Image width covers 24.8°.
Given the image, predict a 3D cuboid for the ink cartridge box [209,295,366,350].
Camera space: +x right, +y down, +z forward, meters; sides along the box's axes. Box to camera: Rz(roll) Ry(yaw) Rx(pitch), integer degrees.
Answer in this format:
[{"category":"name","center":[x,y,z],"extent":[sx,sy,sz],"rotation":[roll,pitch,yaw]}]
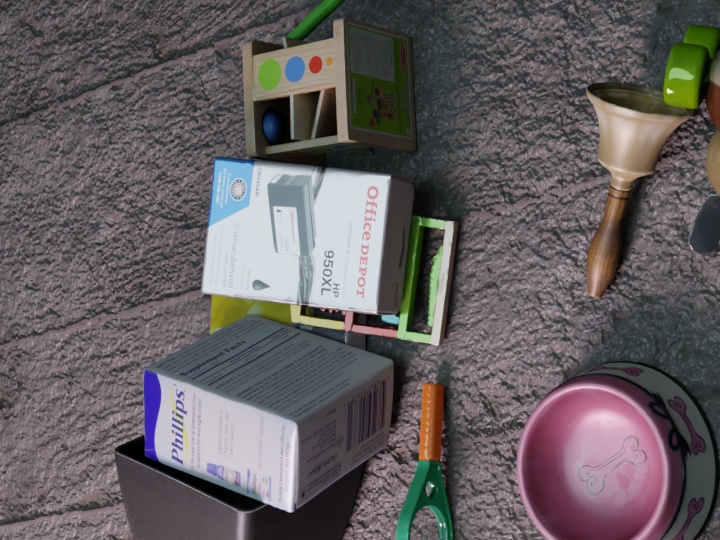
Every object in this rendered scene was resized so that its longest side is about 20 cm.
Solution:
[{"category":"ink cartridge box","center":[-0.080,-0.008,1.823],"extent":[0.196,0.047,0.203],"rotation":[1,91,36]}]

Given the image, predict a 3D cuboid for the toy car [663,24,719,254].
[{"category":"toy car","center":[0.352,-0.101,1.452],"extent":[0.162,0.158,0.202],"rotation":[11,113,18]}]

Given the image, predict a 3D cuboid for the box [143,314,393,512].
[{"category":"box","center":[-0.096,0.144,1.711],"extent":[0.198,0.183,0.106],"rotation":[17,115,30]}]

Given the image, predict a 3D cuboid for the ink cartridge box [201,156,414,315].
[{"category":"ink cartridge box","center":[-0.055,-0.036,1.701],"extent":[0.198,0.084,0.147],"rotation":[6,91,17]}]

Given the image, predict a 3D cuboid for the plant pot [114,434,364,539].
[{"category":"plant pot","center":[-0.133,0.273,1.769],"extent":[0.199,0.199,0.180],"rotation":[19,114,35]}]

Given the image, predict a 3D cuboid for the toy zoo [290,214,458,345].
[{"category":"toy zoo","center":[0.000,0.000,1.738],"extent":[0.198,0.020,0.133],"rotation":[7,92,18]}]

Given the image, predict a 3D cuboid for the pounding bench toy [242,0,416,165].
[{"category":"pounding bench toy","center":[-0.042,-0.223,1.751],"extent":[0.155,0.124,0.203],"rotation":[-5,85,36]}]

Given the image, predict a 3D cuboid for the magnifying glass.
[{"category":"magnifying glass","center":[0.069,0.218,1.693],"extent":[0.022,0.079,0.203],"rotation":[-4,76,40]}]

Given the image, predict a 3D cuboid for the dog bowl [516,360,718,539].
[{"category":"dog bowl","center":[0.236,0.188,1.563],"extent":[0.198,0.073,0.203],"rotation":[-2,87,37]}]

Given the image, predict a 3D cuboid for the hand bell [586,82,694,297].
[{"category":"hand bell","center":[0.248,-0.069,1.570],"extent":[0.103,0.104,0.202],"rotation":[24,114,34]}]
